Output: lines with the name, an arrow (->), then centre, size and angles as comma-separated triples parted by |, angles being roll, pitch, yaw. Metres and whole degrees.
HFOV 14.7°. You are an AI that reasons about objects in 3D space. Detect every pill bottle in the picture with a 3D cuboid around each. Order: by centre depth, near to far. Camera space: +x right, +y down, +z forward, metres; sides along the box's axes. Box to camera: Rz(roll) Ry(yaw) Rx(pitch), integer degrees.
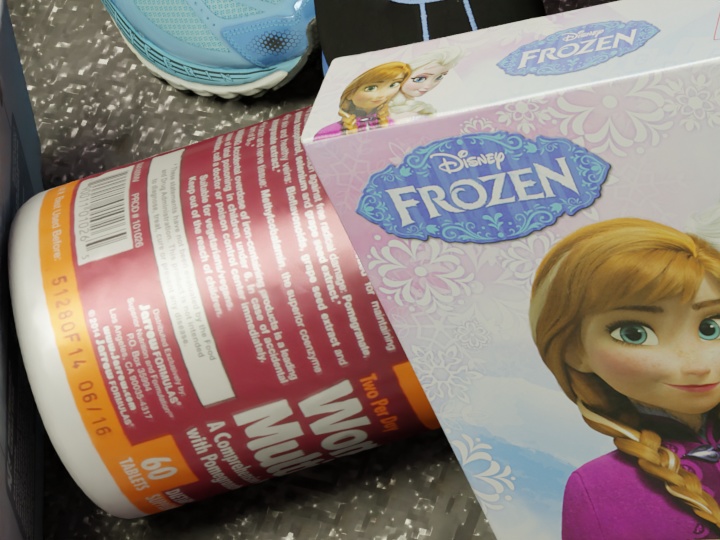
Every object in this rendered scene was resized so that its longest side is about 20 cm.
pill bottle -> 0.000, 0.000, 0.870 | 0.200, 0.110, 0.110 | -17, 59, 10

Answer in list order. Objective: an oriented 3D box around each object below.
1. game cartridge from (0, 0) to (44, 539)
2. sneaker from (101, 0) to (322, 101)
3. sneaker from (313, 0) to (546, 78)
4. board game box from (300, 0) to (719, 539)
game cartridge -> -0.125, 0.018, 0.888 | 0.040, 0.133, 0.200 | -1, 60, -3
sneaker -> -0.081, -0.132, 0.980 | 0.200, 0.090, 0.078 | 36, 78, 31
sneaker -> 0.012, -0.113, 0.838 | 0.070, 0.078, 0.200 | -13, 44, -3
board game box -> 0.113, 0.014, 0.755 | 0.200, 0.200, 0.041 | -11, 35, 25
